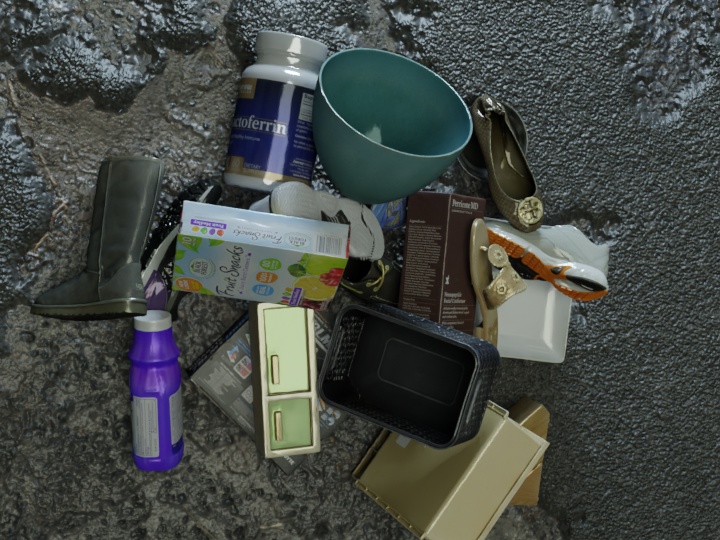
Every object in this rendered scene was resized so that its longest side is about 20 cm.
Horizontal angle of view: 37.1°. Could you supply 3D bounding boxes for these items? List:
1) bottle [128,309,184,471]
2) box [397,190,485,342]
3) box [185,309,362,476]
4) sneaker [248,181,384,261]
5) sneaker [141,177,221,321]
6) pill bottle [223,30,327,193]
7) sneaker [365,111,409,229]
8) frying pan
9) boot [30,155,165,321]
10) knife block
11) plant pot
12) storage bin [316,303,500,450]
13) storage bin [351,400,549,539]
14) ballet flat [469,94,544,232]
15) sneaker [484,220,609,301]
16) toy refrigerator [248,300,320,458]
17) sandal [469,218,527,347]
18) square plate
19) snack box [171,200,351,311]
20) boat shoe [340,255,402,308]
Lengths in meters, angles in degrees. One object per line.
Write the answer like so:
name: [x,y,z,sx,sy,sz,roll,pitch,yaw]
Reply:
bottle: [-0.262,0.152,1.371,0.065,0.084,0.201,0,106,-3]
box: [0.110,-0.005,1.461,0.100,0.075,0.201,2,92,-54]
box: [-0.097,0.139,1.454,0.199,0.050,0.200,-46,106,-10]
sneaker: [-0.066,-0.052,1.373,0.200,0.115,0.075,21,63,-43]
sneaker: [-0.228,-0.023,1.394,0.087,0.076,0.200,34,92,-26]
pill bottle: [-0.105,-0.199,1.385,0.115,0.116,0.201,10,91,-18]
sneaker: [0.053,-0.148,1.470,0.078,0.075,0.201,16,97,-29]
frying pan: [0.211,-0.161,1.529,0.190,0.031,0.115,37,82,-17]
boot: [-0.329,-0.039,1.345,0.181,0.073,0.201,-5,81,19]
knife block: [0.171,0.279,1.542,0.175,0.064,0.201,7,93,-18]
plant pot: [0.021,-0.162,1.344,0.200,0.200,0.135,11,134,-18]
storage bin: [0.061,0.131,1.370,0.200,0.094,0.136,19,97,24]
storage bin: [0.113,0.259,1.457,0.094,0.198,0.200,39,83,-34]
ballet flat: [0.203,-0.149,1.472,0.067,0.046,0.201,-17,85,-20]
sneaker: [0.262,-0.033,1.519,0.200,0.076,0.092,24,59,-9]
toy refrigerator: [-0.098,0.136,1.393,0.076,0.070,0.201,-3,96,-17]
sandal: [0.194,0.029,1.466,0.069,0.078,0.212,6,116,22]
square plate: [0.215,0.027,1.551,0.199,0.028,0.199,6,93,-18]
snack box: [-0.122,-0.014,1.298,0.199,0.142,0.053,9,59,-8]
boat shoe: [0.000,0.000,1.464,0.201,0.061,0.072,28,87,-18]
